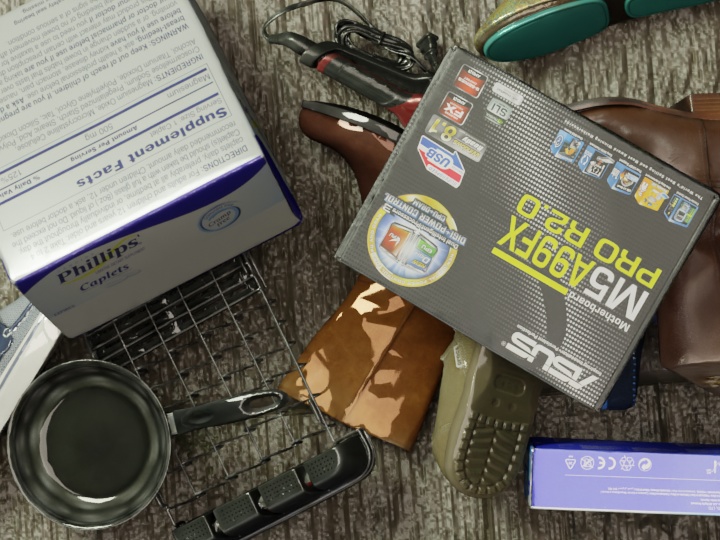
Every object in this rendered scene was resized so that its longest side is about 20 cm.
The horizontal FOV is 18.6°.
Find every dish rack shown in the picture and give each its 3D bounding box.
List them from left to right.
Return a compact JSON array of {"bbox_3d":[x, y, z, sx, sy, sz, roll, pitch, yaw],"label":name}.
[{"bbox_3d":[-0.098,0.083,1.511,0.153,0.055,0.200,-28,83,16],"label":"dish rack"}]

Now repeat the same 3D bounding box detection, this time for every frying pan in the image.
[{"bbox_3d":[-0.153,0.095,1.485,0.190,0.031,0.115,-36,85,6],"label":"frying pan"}]

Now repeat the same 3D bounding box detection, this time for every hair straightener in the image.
[{"bbox_3d":[0.026,-0.135,1.531,0.200,0.041,0.077,24,46,-2],"label":"hair straightener"}]

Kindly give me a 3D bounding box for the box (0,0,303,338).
[{"bbox_3d":[-0.166,-0.088,1.470,0.184,0.105,0.200,-27,62,1],"label":"box"}]

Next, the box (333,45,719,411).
[{"bbox_3d":[0.108,-0.028,1.415,0.200,0.044,0.160,31,97,8],"label":"box"}]

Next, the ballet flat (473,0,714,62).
[{"bbox_3d":[0.169,-0.200,1.524,0.200,0.071,0.071,-17,88,2],"label":"ballet flat"}]

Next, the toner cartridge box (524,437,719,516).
[{"bbox_3d":[0.213,0.141,1.495,0.199,0.095,0.043,2,89,2],"label":"toner cartridge box"}]

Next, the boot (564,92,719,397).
[{"bbox_3d":[0.189,-0.013,1.451,0.186,0.064,0.201,-6,81,-6],"label":"boot"}]

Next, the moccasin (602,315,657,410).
[{"bbox_3d":[0.190,-0.004,1.507,0.068,0.080,0.201,1,90,-3],"label":"moccasin"}]

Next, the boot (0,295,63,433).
[{"bbox_3d":[-0.265,0.055,1.519,0.090,0.073,0.200,32,90,-4],"label":"boot"}]

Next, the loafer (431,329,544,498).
[{"bbox_3d":[0.092,0.053,1.488,0.076,0.067,0.200,27,81,-30],"label":"loafer"}]

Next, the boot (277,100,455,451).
[{"bbox_3d":[0.000,0.000,1.533,0.188,0.068,0.200,30,97,-6],"label":"boot"}]
